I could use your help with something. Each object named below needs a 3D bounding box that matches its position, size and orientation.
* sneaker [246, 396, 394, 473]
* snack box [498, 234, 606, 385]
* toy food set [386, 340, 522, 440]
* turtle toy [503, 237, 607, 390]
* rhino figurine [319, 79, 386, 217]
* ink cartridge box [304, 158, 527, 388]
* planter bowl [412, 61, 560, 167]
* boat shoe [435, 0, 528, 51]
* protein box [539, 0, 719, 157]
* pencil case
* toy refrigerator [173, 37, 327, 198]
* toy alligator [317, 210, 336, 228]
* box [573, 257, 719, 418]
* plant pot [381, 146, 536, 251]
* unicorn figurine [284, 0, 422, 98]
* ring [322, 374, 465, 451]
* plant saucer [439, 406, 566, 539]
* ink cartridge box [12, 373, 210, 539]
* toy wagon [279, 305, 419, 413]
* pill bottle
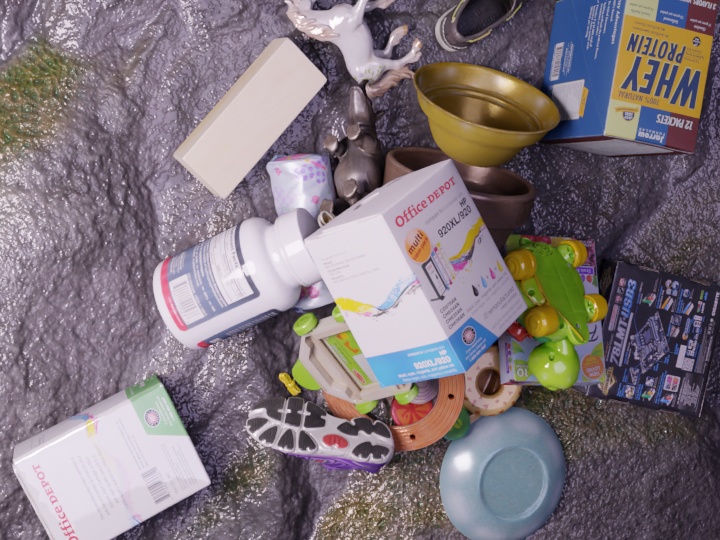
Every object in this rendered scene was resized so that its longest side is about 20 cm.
[{"bbox_3d":[-0.057,0.231,1.355,0.197,0.084,0.081,16,48,-4],"label":"sneaker"},{"bbox_3d":[0.259,0.055,1.419,0.140,0.053,0.203,2,77,-16],"label":"snack box"},{"bbox_3d":[0.116,0.131,1.412,0.196,0.049,0.202,-27,102,-13],"label":"toy food set"},{"bbox_3d":[0.238,0.054,1.328,0.145,0.101,0.202,-9,75,-41],"label":"turtle toy"},{"bbox_3d":[-0.004,-0.150,1.300,0.087,0.059,0.203,34,57,-57],"label":"rhino figurine"},{"bbox_3d":[0.064,0.004,1.185,0.147,0.144,0.202,-38,104,-39],"label":"ink cartridge box"},{"bbox_3d":[0.155,-0.192,1.349,0.198,0.201,0.084,3,124,-17],"label":"planter bowl"},{"bbox_3d":[0.189,-0.370,1.384,0.201,0.061,0.072,-44,105,-9],"label":"boat shoe"},{"bbox_3d":[0.347,-0.262,1.369,0.133,0.200,0.201,8,92,-17],"label":"protein box"},{"bbox_3d":[-0.067,-0.051,1.322,0.082,0.090,0.203,-14,100,-37],"label":"pencil case"},{"bbox_3d":[-0.140,-0.193,1.297,0.076,0.070,0.201,42,83,-23],"label":"toy refrigerator"},{"bbox_3d":[0.000,0.000,1.277,0.200,0.054,0.060,46,55,-25],"label":"toy alligator"},{"bbox_3d":[0.425,0.100,1.504,0.196,0.050,0.203,12,92,-17],"label":"box"},{"bbox_3d":[0.114,-0.048,1.338,0.197,0.200,0.177,6,110,-17],"label":"plant pot"},{"bbox_3d":[-0.007,-0.309,1.321,0.136,0.074,0.201,-30,108,-1],"label":"unicorn figurine"},{"bbox_3d":[0.042,0.143,1.359,0.198,0.019,0.203,6,109,16],"label":"ring"},{"bbox_3d":[0.210,0.297,1.460,0.198,0.039,0.204,-1,95,-16],"label":"plant saucer"},{"bbox_3d":[-0.308,0.241,1.272,0.198,0.087,0.147,-28,102,-15],"label":"ink cartridge box"},{"bbox_3d":[-0.021,0.115,1.316,0.156,0.198,0.040,53,41,-22],"label":"toy wagon"},{"bbox_3d":[-0.139,0.006,1.247,0.198,0.120,0.121,-24,103,16],"label":"pill bottle"}]
